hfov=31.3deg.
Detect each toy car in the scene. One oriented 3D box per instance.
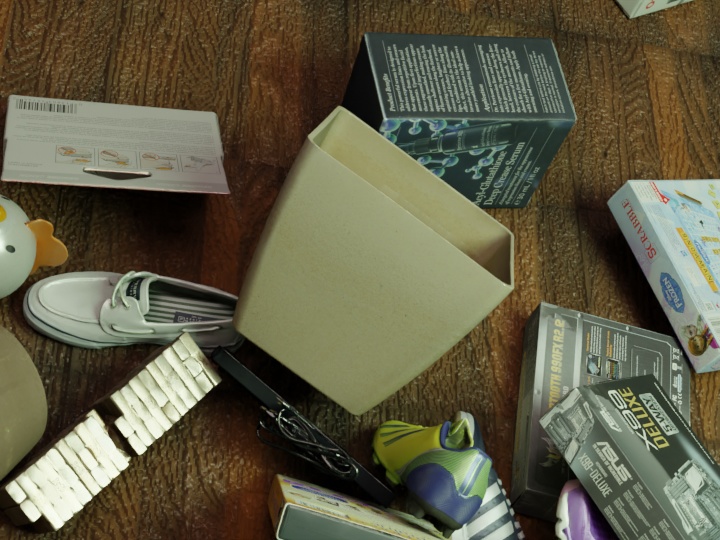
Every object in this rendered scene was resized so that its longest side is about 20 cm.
[{"bbox_3d":[-0.340,-0.032,1.077,0.198,0.177,0.186,1,55,-30],"label":"toy car"}]

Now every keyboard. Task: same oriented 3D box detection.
[{"bbox_3d":[-0.057,0.139,1.086,0.199,0.104,0.040,39,84,6],"label":"keyboard"}]

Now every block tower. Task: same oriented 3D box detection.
[{"bbox_3d":[-0.207,0.135,1.059,0.200,0.058,0.054,-42,100,-31],"label":"block tower"}]

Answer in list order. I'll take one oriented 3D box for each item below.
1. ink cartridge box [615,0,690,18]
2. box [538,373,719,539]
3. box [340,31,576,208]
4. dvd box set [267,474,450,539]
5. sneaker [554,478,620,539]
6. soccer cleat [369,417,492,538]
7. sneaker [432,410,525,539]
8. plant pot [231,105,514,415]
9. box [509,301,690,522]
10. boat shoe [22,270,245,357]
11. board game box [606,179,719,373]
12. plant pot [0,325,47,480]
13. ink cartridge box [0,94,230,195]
[{"bbox_3d":[0.396,-0.392,1.512,0.198,0.146,0.085,-18,66,-24],"label":"ink cartridge box"},{"bbox_3d":[0.252,0.183,1.065,0.157,0.050,0.201,2,50,-54],"label":"box"},{"bbox_3d":[0.088,-0.145,1.269,0.198,0.149,0.108,-2,59,-16],"label":"box"},{"bbox_3d":[0.001,0.203,1.005,0.145,0.200,0.030,18,85,-5],"label":"dvd box set"},{"bbox_3d":[0.224,0.260,1.050,0.080,0.088,0.202,-25,93,-61],"label":"sneaker"},{"bbox_3d":[0.061,0.154,1.059,0.064,0.200,0.084,35,90,-14],"label":"soccer cleat"},{"bbox_3d":[0.120,0.222,1.098,0.107,0.070,0.202,6,62,-9],"label":"sneaker"},{"bbox_3d":[0.000,0.000,1.103,0.199,0.178,0.200,36,16,-3],"label":"plant pot"},{"bbox_3d":[0.225,0.141,1.190,0.157,0.048,0.202,14,55,-7],"label":"box"},{"bbox_3d":[-0.195,0.027,1.131,0.198,0.067,0.074,5,57,-13],"label":"boat shoe"},{"bbox_3d":[0.368,-0.001,1.295,0.198,0.041,0.202,-3,59,-36],"label":"board game box"},{"bbox_3d":[-0.338,0.118,0.975,0.200,0.201,0.174,46,42,14],"label":"plant pot"},{"bbox_3d":[-0.224,-0.099,1.171,0.198,0.045,0.177,3,31,-14],"label":"ink cartridge box"}]
